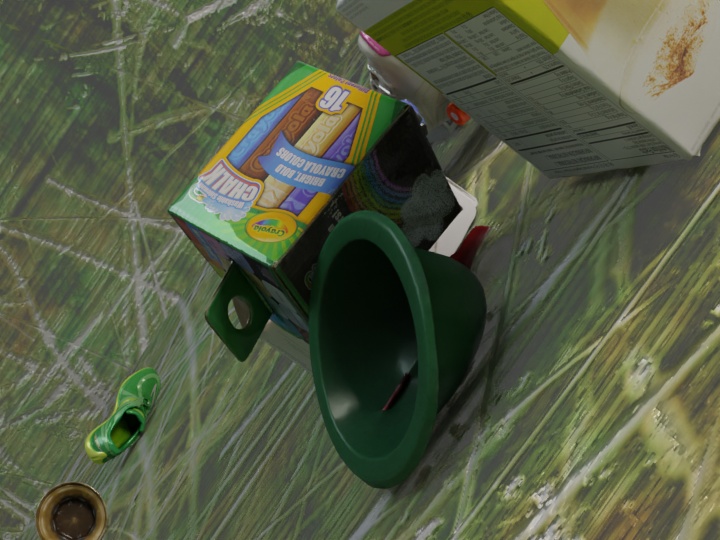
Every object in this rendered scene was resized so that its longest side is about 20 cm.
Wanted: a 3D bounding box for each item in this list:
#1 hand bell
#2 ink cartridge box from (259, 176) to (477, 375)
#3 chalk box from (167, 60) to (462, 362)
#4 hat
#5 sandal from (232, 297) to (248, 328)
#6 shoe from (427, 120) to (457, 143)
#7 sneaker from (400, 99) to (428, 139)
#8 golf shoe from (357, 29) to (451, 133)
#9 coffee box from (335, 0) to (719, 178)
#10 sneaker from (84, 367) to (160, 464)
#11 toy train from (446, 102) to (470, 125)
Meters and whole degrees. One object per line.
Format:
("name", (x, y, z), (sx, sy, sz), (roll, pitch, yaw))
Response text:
("hand bell", (-0.425, 0.379, 1.970), (0.105, 0.104, 0.200), (-58, -2, -14))
("ink cartridge box", (0.000, 0.000, 1.122), (0.146, 0.083, 0.200), (-60, 11, -22))
("chalk box", (-0.045, -0.029, 0.956), (0.124, 0.125, 0.200), (28, 70, 40))
("hat", (0.074, 0.036, 0.870), (0.166, 0.175, 0.202), (-38, 59, 56))
("sandal", (-0.073, -0.014, 1.100), (0.069, 0.078, 0.212), (-19, -28, -13))
("shoe", (0.072, -0.189, 1.421), (0.091, 0.071, 0.200), (-57, 16, -11))
("sneaker", (-0.008, -0.120, 1.164), (0.075, 0.079, 0.200), (-26, 4, -26))
("golf shoe", (0.040, -0.164, 1.176), (0.092, 0.075, 0.200), (-46, -24, 12))
("coffee box", (0.135, -0.195, 0.789), (0.200, 0.197, 0.200), (-56, 12, -8))
("sneaker", (-0.383, 0.247, 2.197), (0.083, 0.074, 0.201), (-13, 34, 37))
("toy train", (0.155, -0.207, 1.155), (0.150, 0.056, 0.201), (-25, -32, -55))
